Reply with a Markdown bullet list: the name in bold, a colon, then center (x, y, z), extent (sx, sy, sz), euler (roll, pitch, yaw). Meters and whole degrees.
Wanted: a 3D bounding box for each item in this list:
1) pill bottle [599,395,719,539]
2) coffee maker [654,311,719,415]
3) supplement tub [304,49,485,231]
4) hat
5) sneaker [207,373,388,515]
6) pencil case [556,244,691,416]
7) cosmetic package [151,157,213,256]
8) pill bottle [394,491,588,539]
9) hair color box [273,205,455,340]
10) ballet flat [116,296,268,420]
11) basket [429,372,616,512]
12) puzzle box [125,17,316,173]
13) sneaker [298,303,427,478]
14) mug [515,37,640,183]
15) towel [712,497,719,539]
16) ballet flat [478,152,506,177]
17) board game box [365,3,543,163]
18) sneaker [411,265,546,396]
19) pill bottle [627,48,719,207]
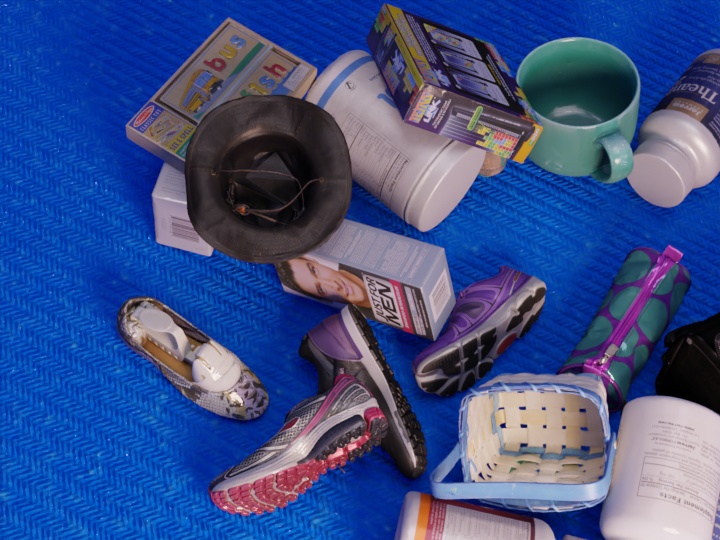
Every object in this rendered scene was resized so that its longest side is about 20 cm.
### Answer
- **pill bottle**: center (0.306, 0.242, 1.353), extent (0.113, 0.115, 0.202), euler (16, 67, 3)
- **coffee maker**: center (0.445, 0.087, 1.429), extent (0.199, 0.192, 0.136), euler (-26, 85, -23)
- **supplement tub**: center (0.035, -0.156, 1.570), extent (0.199, 0.132, 0.132), euler (38, 63, 15)
- **hat**: center (-0.097, -0.087, 1.430), extent (0.198, 0.081, 0.203), euler (0, 67, 1)
- **sneaker**: center (-0.070, 0.186, 1.378), extent (0.199, 0.081, 0.075), euler (-30, 57, -5)
- **pencil case**: center (0.299, 0.067, 1.492), extent (0.085, 0.093, 0.201), euler (29, 60, 11)
- **cosmetic package**: center (-0.180, -0.132, 1.548), extent (0.070, 0.102, 0.202), euler (14, 58, 3)
- **pill bottle**: center (0.131, 0.296, 1.328), extent (0.197, 0.110, 0.111), euler (12, 59, 1)
- **hair color box**: center (0.000, 0.000, 1.461), extent (0.198, 0.099, 0.061), euler (18, 59, 26)
- **ballet flat**: center (-0.186, 0.092, 1.435), extent (0.199, 0.072, 0.072), euler (33, 61, 12)
- **basket**: center (0.178, 0.181, 1.338), extent (0.174, 0.141, 0.200), euler (-1, 13, 23)
- **puzzle box**: center (-0.157, -0.193, 1.513), extent (0.132, 0.026, 0.201), euler (30, 61, 13)
- **sneaker**: center (0.001, 0.145, 1.438), extent (0.087, 0.076, 0.201), euler (-30, 71, 9)
- **mug**: center (0.259, -0.178, 1.606), extent (0.150, 0.115, 0.187), euler (7, 54, 10)
- **towel**: center (0.394, 0.259, 1.434), extent (0.144, 0.024, 0.201), euler (25, 59, 11)
- **ballet flat**: center (0.106, -0.198, 1.639), extent (0.199, 0.068, 0.068), euler (37, 60, 15)
- **board game box**: center (0.107, -0.220, 1.545), extent (0.164, 0.057, 0.201), euler (15, 32, -24)
- **sneaker**: center (0.124, 0.066, 1.496), extent (0.083, 0.081, 0.199), euler (32, 53, 32)
- **pill bottle**: center (0.412, -0.173, 1.633), extent (0.110, 0.111, 0.200), euler (35, 62, 14)
